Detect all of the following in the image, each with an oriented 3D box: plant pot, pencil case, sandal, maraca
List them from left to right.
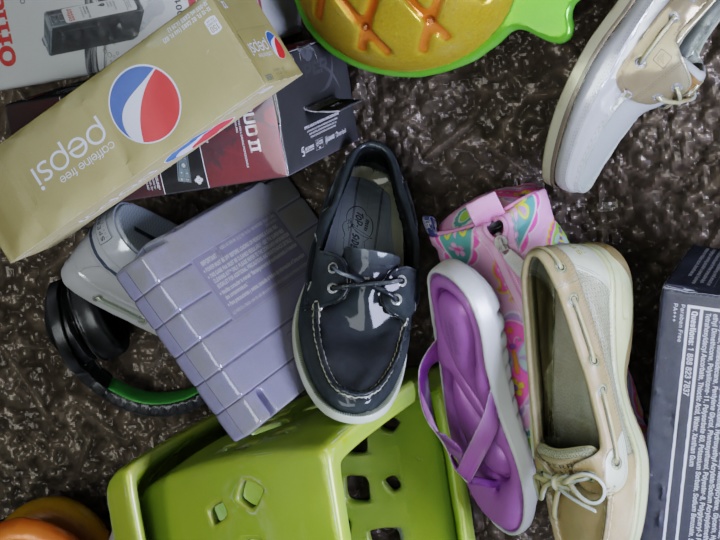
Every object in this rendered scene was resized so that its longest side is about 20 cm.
[{"bbox_3d":[-0.045,0.183,1.330,0.181,0.199,0.201,-6,100,25],"label":"plant pot"},{"bbox_3d":[0.051,-0.190,1.261,0.199,0.107,0.138,-4,103,18],"label":"maraca"},{"bbox_3d":[0.063,0.084,1.294,0.082,0.050,0.203,31,141,52],"label":"sandal"},{"bbox_3d":[0.115,0.042,1.304,0.087,0.087,0.201,-21,96,20],"label":"pencil case"}]

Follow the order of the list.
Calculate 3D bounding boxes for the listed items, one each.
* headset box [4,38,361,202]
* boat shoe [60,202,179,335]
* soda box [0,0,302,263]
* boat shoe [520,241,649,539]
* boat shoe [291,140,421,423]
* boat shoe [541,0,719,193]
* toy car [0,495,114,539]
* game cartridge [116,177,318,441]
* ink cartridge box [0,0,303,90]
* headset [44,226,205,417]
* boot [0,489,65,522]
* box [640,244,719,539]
[{"bbox_3d":[-0.100,-0.095,1.306,0.199,0.149,0.075,-8,100,18],"label":"headset box"},{"bbox_3d":[-0.105,0.019,1.335,0.200,0.074,0.067,33,125,-33],"label":"boat shoe"},{"bbox_3d":[-0.137,-0.085,1.204,0.200,0.068,0.064,-33,90,21],"label":"soda box"},{"bbox_3d":[0.126,0.084,1.219,0.073,0.063,0.201,4,95,48],"label":"boat shoe"},{"bbox_3d":[0.002,0.000,1.272,0.074,0.200,0.066,12,139,-1],"label":"boat shoe"},{"bbox_3d":[0.178,-0.130,1.253,0.068,0.075,0.200,30,108,15],"label":"boat shoe"},{"bbox_3d":[-0.211,0.255,1.362,0.174,0.150,0.201,-5,92,9],"label":"toy car"},{"bbox_3d":[-0.065,0.017,1.293,0.038,0.200,0.130,-41,87,29],"label":"game cartridge"},{"bbox_3d":[-0.154,-0.205,1.333,0.199,0.084,0.145,-8,100,19],"label":"ink cartridge box"},{"bbox_3d":[-0.165,0.008,1.402,0.123,0.094,0.200,-42,103,15],"label":"headset"},{"bbox_3d":[-0.219,0.279,1.468,0.200,0.064,0.186,44,97,1],"label":"boot"},{"bbox_3d":[0.279,0.104,1.246,0.198,0.123,0.201,9,106,16],"label":"box"}]
